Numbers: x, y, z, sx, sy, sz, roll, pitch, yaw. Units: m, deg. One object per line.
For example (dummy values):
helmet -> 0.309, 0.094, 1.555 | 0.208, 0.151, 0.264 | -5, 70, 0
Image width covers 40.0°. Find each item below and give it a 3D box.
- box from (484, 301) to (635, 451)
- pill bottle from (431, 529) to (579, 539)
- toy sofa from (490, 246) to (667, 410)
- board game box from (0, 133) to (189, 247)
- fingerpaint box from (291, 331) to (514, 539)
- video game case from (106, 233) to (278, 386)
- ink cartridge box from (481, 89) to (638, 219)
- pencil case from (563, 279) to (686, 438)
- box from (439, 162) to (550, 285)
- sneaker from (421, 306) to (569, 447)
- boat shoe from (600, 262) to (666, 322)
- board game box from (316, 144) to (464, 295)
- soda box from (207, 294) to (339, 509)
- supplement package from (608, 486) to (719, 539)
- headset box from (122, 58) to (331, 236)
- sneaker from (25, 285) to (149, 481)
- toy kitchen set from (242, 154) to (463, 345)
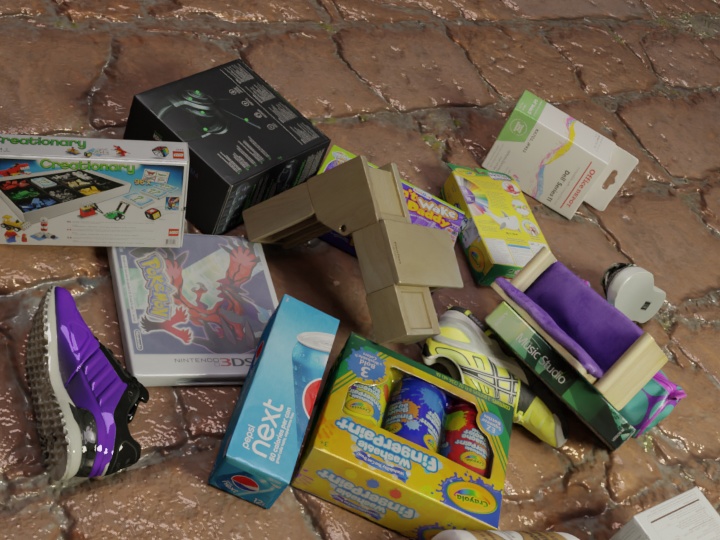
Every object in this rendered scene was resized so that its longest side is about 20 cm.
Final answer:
box -> 0.230, 0.124, 1.136 | 0.200, 0.036, 0.144 | 44, 1, 17
pill bottle -> 0.163, 0.302, 0.921 | 0.198, 0.115, 0.115 | 8, 44, -23
toy sofa -> 0.243, 0.055, 1.120 | 0.098, 0.083, 0.200 | 42, 4, -42
board game box -> -0.281, -0.079, 1.025 | 0.197, 0.127, 0.035 | 1, 47, -15
fingerpaint box -> 0.049, 0.178, 1.015 | 0.198, 0.074, 0.168 | 25, 40, -4
video game case -> -0.174, 0.038, 1.072 | 0.180, 0.023, 0.201 | 3, 47, -28
ink cartridge box -> 0.295, -0.160, 1.464 | 0.199, 0.118, 0.067 | 31, 41, 4
pencil case -> 0.305, 0.105, 1.220 | 0.085, 0.093, 0.201 | -18, 59, -39
box -> 0.184, -0.064, 1.357 | 0.116, 0.049, 0.202 | 7, 47, -28
sneaker -> 0.153, 0.135, 1.136 | 0.200, 0.076, 0.076 | 43, 75, 11
boat shoe -> 0.348, 0.025, 1.307 | 0.064, 0.071, 0.200 | 40, 8, 27
board game box -> 0.027, -0.068, 1.275 | 0.198, 0.045, 0.135 | 27, 40, -3
soda box -> -0.083, 0.126, 0.981 | 0.067, 0.064, 0.201 | 25, 48, -9
supplement package -> 0.337, 0.341, 0.983 | 0.113, 0.110, 0.201 | -9, 53, -36
headset box -> -0.169, -0.152, 1.213 | 0.174, 0.093, 0.199 | 41, 42, 14
sneaker -> -0.253, 0.106, 0.931 | 0.099, 0.070, 0.202 | 5, 50, -34
toy kitchen set -> 0.000, 0.000, 1.151 | 0.163, 0.179, 0.202 | 4, 68, -58
